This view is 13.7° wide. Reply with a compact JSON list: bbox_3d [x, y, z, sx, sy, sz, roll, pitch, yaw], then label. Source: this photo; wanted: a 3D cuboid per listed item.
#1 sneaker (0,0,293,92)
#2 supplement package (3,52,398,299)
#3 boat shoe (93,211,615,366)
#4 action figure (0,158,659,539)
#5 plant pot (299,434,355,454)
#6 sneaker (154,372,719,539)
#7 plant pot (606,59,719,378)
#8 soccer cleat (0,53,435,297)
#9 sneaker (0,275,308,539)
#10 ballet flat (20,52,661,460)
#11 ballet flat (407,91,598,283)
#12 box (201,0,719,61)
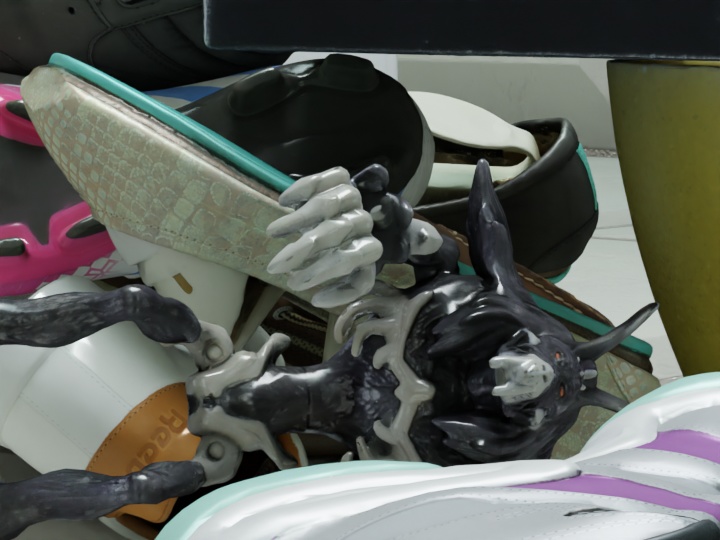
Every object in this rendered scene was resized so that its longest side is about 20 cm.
[{"bbox_3d":[-0.098,-0.097,0.891,0.200,0.071,0.099,16,-34,-34],"label":"sneaker"},{"bbox_3d":[-0.084,-0.049,1.232,0.191,0.147,0.200,0,-10,-3],"label":"supplement package"},{"bbox_3d":[-0.001,0.005,0.993,0.202,0.075,0.075,14,-35,-10],"label":"boat shoe"},{"bbox_3d":[-0.015,0.034,0.747,0.200,0.119,0.102,-5,2,-5],"label":"action figure"},{"bbox_3d":[-0.019,0.045,1.118,0.200,0.028,0.200,1,6,0],"label":"plant pot"},{"bbox_3d":[0.069,0.073,0.586,0.200,0.078,0.140,-12,12,-26],"label":"sneaker"},{"bbox_3d":[0.171,0.009,0.885,0.200,0.142,0.200,1,4,0],"label":"plant pot"},{"bbox_3d":[-0.077,-0.019,0.899,0.200,0.070,0.086,-4,-20,-3],"label":"soccer cleat"},{"bbox_3d":[-0.050,0.056,0.889,0.085,0.073,0.200,39,6,14],"label":"sneaker"},{"bbox_3d":[-0.013,0.009,0.821,0.200,0.062,0.067,26,-3,-1],"label":"ballet flat"},{"bbox_3d":[-0.015,-0.037,1.059,0.200,0.068,0.068,1,37,-3],"label":"ballet flat"},{"bbox_3d":[0.081,-0.112,0.852,0.200,0.104,0.182,3,7,22],"label":"box"}]
